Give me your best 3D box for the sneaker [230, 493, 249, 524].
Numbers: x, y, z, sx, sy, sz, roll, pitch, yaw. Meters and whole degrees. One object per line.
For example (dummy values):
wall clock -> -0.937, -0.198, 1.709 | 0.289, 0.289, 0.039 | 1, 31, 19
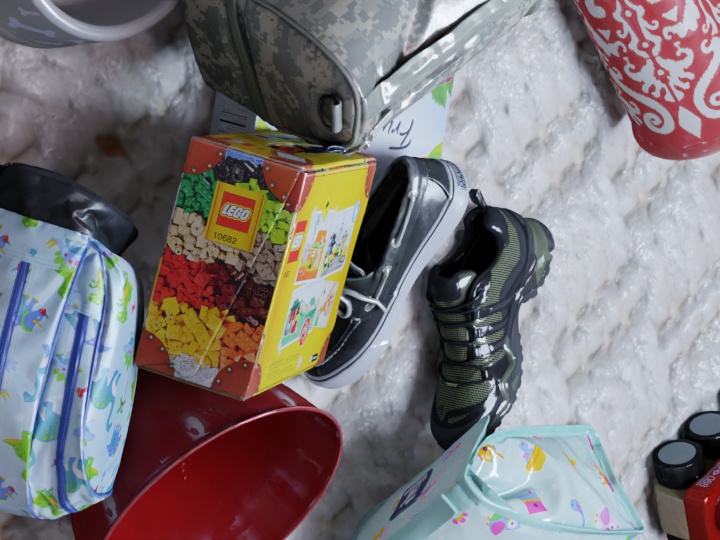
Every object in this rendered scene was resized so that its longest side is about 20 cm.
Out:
sneaker -> -0.111, 0.241, 1.678 | 0.082, 0.074, 0.201 | 2, 99, -46

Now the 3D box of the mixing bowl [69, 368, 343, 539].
mixing bowl -> -0.123, 0.126, 1.574 | 0.200, 0.108, 0.200 | -30, 151, -19

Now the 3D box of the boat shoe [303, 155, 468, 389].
boat shoe -> 0.001, 0.002, 1.692 | 0.068, 0.074, 0.200 | 9, 128, -44

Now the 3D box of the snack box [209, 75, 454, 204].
snack box -> -0.017, -0.121, 1.681 | 0.200, 0.053, 0.143 | 0, 103, -47

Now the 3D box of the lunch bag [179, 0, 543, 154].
lunch bag -> 0.002, -0.173, 1.511 | 0.200, 0.167, 0.140 | -38, 137, -27

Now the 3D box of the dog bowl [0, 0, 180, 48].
dog bowl -> -0.170, -0.235, 1.473 | 0.200, 0.059, 0.201 | -19, 116, -44

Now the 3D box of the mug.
mug -> 0.237, -0.216, 1.910 | 0.133, 0.178, 0.200 | -31, 128, 7

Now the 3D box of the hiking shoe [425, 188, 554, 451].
hiking shoe -> 0.080, 0.040, 1.838 | 0.100, 0.076, 0.201 | 27, 73, -40

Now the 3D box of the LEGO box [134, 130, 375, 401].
LEGO box -> -0.064, -0.009, 1.511 | 0.200, 0.077, 0.150 | -17, 123, -76

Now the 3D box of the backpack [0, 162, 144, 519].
backpack -> -0.198, 0.052, 1.447 | 0.201, 0.153, 0.163 | -63, 180, -7

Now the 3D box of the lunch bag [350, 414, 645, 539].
lunch bag -> 0.088, 0.198, 1.800 | 0.200, 0.122, 0.170 | 5, 142, -49

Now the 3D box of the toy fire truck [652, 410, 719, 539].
toy fire truck -> 0.384, 0.178, 2.110 | 0.176, 0.199, 0.129 | -36, 127, -35
